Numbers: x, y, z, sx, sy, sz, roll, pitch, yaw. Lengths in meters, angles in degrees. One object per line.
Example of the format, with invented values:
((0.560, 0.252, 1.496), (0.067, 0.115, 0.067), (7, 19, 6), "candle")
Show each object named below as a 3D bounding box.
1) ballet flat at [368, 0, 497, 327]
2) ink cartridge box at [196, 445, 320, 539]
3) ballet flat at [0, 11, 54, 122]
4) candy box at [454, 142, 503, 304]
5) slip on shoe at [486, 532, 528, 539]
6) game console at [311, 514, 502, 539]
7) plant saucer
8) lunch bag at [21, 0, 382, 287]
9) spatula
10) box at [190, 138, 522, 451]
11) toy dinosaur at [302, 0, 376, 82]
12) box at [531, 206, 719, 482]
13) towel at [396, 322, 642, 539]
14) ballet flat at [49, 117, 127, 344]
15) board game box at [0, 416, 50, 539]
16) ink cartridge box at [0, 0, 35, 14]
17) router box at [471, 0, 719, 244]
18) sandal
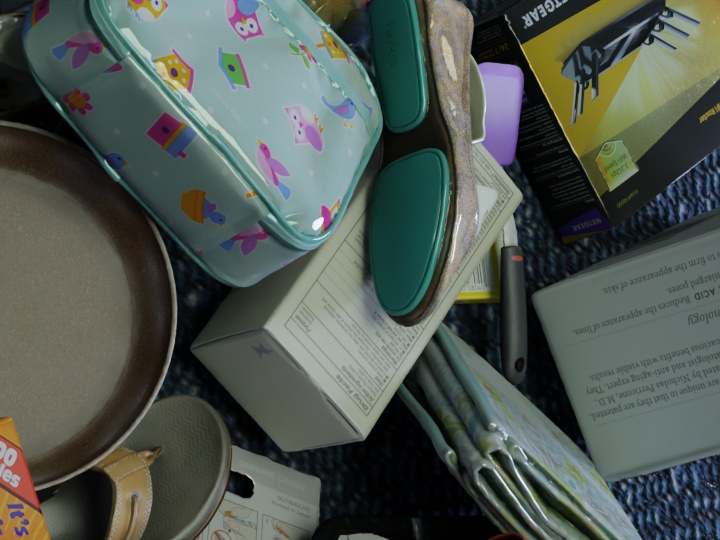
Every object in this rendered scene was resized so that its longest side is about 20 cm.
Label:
((0.045, -0.065, 1.442), (0.067, 0.068, 0.201), (12, 74, -43), "ballet flat")
((-0.099, 0.187, 1.417), (0.161, 0.050, 0.201), (25, 49, -32), "ink cartridge box")
((-0.226, -0.103, 1.368), (0.199, 0.071, 0.071), (-15, 88, -40), "ballet flat")
((0.012, -0.029, 1.567), (0.199, 0.026, 0.103), (-1, 78, -39), "candy box")
((0.009, 0.186, 1.388), (0.199, 0.074, 0.061), (-12, 110, -14), "slip on shoe")
((0.043, 0.249, 1.496), (0.175, 0.116, 0.201), (2, 75, -20), "game console")
((-0.196, 0.021, 1.340), (0.199, 0.032, 0.201), (3, 76, -11), "plant saucer")
((-0.080, -0.107, 1.376), (0.200, 0.077, 0.161), (49, 40, -18), "lunch bag")
((0.088, -0.029, 1.598), (0.056, 0.021, 0.201), (3, 78, -45), "spatula")
((0.000, 0.000, 1.483), (0.095, 0.078, 0.200), (50, 55, -20), "box")
((-0.032, -0.131, 1.527), (0.181, 0.200, 0.105), (-41, 79, 0), "toy dinosaur")
((0.252, 0.026, 1.618), (0.199, 0.200, 0.131), (-24, 93, -50), "box")
((0.092, 0.114, 1.508), (0.048, 0.200, 0.171), (-43, 115, 7), "towel")
((-0.147, -0.041, 1.422), (0.073, 0.073, 0.201), (28, 68, -30), "ballet flat")
((-0.257, 0.202, 1.164), (0.200, 0.200, 0.201), (-18, 89, -40), "board game box")
((-0.158, -0.216, 1.453), (0.200, 0.067, 0.118), (-18, 89, -42), "ink cartridge box")
((0.172, -0.133, 1.708), (0.200, 0.052, 0.158), (-36, 102, -39), "router box")
((-0.149, 0.126, 1.343), (0.199, 0.055, 0.082), (-26, 67, -24), "sandal")
